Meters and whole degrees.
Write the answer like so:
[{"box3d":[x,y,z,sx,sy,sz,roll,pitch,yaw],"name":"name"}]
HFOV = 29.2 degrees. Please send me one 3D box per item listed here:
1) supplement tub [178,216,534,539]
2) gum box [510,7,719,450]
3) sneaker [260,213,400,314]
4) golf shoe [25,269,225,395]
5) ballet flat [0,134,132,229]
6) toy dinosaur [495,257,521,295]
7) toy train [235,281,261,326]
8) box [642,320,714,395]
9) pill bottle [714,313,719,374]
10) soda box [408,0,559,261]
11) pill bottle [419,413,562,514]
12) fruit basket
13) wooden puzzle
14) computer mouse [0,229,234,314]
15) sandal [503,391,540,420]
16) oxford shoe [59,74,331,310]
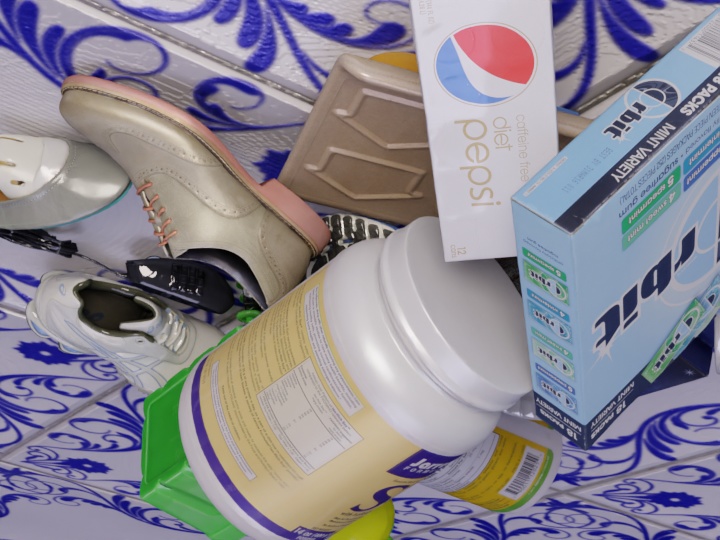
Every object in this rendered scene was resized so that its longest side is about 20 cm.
[{"box3d":[-0.001,0.071,0.864,0.200,0.146,0.145,-36,134,29],"name":"supplement tub"},{"box3d":[0.161,-0.017,0.770,0.044,0.170,0.200,34,156,33],"name":"gum box"},{"box3d":[0.000,0.000,1.004,0.089,0.079,0.200,-5,178,-29],"name":"sneaker"},{"box3d":[-0.175,0.057,1.151,0.199,0.079,0.097,21,161,-27],"name":"golf shoe"},{"box3d":[-0.252,-0.063,0.951,0.199,0.068,0.064,-5,145,26],"name":"ballet flat"},{"box3d":[0.080,0.021,1.006,0.077,0.200,0.102,41,-168,-7],"name":"toy dinosaur"},{"box3d":[-0.072,0.057,1.184,0.056,0.042,0.200,-3,155,-1],"name":"toy train"},{"box3d":[0.188,0.059,1.092,0.121,0.032,0.200,33,146,-22],"name":"box"},{"box3d":[0.338,0.029,0.913,0.199,0.113,0.113,1,154,17],"name":"pill bottle"},{"box3d":[0.065,-0.097,0.708,0.068,0.064,0.200,-5,134,6],"name":"soda box"},{"box3d":[0.074,0.137,1.221,0.200,0.112,0.111,25,150,-33],"name":"pill bottle"},{"box3d":[-0.056,0.147,1.125,0.215,0.156,0.216,-2,150,-1],"name":"fruit basket"},{"box3d":[0.054,-0.076,0.862,0.184,0.046,0.200,14,159,-11],"name":"wooden puzzle"},{"box3d":[-0.192,-0.011,1.093,0.199,0.034,0.059,20,173,-13],"name":"computer mouse"},{"box3d":[0.087,0.051,1.084,0.202,0.083,0.050,23,-160,13],"name":"sandal"},{"box3d":[-0.115,-0.050,0.885,0.200,0.074,0.071,34,162,-9],"name":"oxford shoe"}]
